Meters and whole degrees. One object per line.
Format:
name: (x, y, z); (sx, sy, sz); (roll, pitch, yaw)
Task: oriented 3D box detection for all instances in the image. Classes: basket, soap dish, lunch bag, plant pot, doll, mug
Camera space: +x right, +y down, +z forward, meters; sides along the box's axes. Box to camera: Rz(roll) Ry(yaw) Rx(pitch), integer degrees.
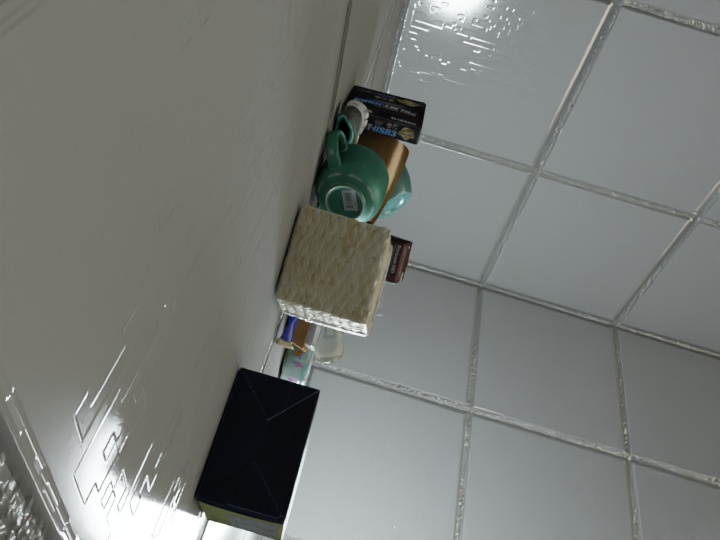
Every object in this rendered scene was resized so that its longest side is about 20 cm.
basket: (-0.050, 0.004, 1.211); (0.161, 0.194, 0.204); (80, 25, -80)
soap dish: (-0.136, 0.123, 1.587); (0.200, 0.079, 0.161); (106, -1, -79)
lunch bag: (-0.171, 0.249, 1.760); (0.162, 0.075, 0.203); (105, 0, -49)
plant pot: (0.014, -0.223, 1.569); (0.186, 0.182, 0.205); (105, -2, -83)
doll: (-0.139, 0.069, 1.382); (0.137, 0.047, 0.204); (109, -4, -78)
mug: (-0.033, -0.184, 1.331); (0.152, 0.184, 0.115); (-43, -162, 38)
plant pot: (0.052, -0.244, 1.755); (0.198, 0.163, 0.201); (-30, 165, -9)

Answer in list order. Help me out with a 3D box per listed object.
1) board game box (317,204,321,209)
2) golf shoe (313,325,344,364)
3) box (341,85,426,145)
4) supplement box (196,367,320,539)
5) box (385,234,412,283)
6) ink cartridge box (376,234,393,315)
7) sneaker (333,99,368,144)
board game box: (-0.103, -0.070, 1.569); (0.152, 0.044, 0.204); (96, 9, -86)
golf shoe: (-0.077, 0.145, 1.535); (0.201, 0.076, 0.099); (-84, 171, -61)
box: (0.060, -0.389, 1.545); (0.200, 0.196, 0.051); (-72, 177, -59)
supplement box: (-0.157, 0.298, 0.993); (0.201, 0.131, 0.203); (105, 0, -59)
box: (0.017, -0.048, 1.517); (0.075, 0.196, 0.102); (-18, 125, -68)
ink cartridge box: (0.000, 0.000, 1.602); (0.047, 0.157, 0.205); (-24, 120, -63)
sneaker: (-0.043, -0.281, 1.416); (0.091, 0.076, 0.204); (-46, 152, -55)
